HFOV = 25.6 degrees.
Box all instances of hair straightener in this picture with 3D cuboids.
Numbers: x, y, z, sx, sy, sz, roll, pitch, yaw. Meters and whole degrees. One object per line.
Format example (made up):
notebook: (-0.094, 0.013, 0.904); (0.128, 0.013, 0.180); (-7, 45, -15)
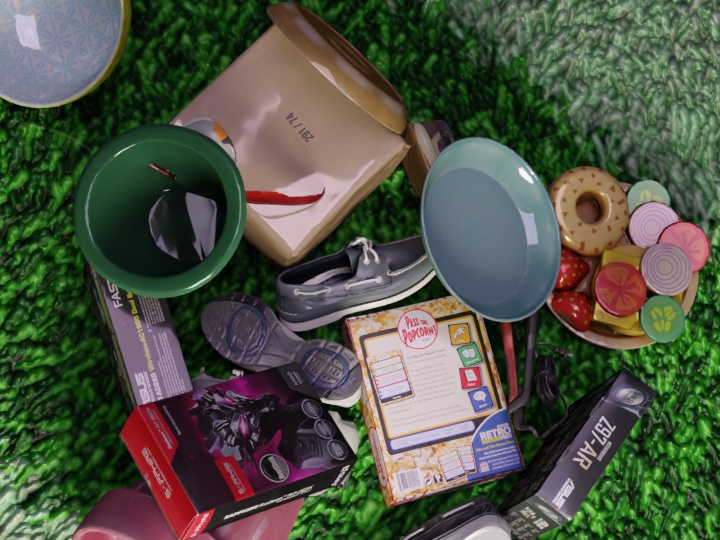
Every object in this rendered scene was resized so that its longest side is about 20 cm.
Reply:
hair straightener: (0.191, 0.091, 1.696); (0.076, 0.041, 0.202); (-1, 54, 0)

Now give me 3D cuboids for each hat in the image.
hat: (-0.166, -0.045, 1.583); (0.198, 0.176, 0.168); (16, 86, 12)

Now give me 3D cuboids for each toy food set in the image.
toy food set: (0.291, -0.012, 1.768); (0.195, 0.049, 0.202); (13, 72, -5)

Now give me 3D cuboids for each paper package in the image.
paper package: (-0.084, -0.129, 1.714); (0.200, 0.104, 0.191); (44, 72, 4)

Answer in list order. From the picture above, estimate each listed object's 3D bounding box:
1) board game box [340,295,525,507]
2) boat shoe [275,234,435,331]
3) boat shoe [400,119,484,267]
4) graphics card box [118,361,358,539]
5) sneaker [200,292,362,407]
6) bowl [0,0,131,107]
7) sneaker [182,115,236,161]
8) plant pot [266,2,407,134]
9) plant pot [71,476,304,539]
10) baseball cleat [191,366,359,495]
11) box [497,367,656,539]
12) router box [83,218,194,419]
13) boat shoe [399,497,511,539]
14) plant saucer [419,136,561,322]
board game box: (0.076, 0.136, 1.693); (0.150, 0.046, 0.202); (-11, 76, -12)
boat shoe: (0.000, 0.000, 1.697); (0.198, 0.062, 0.073); (-23, 35, -10)
boat shoe: (0.106, -0.076, 1.743); (0.064, 0.073, 0.202); (-19, 84, -20)
graphics card box: (-0.113, 0.168, 1.502); (0.198, 0.051, 0.126); (-12, 57, -40)
sneaker: (-0.084, 0.093, 1.668); (0.199, 0.087, 0.075); (30, 73, 20)
bowl: (-0.325, -0.278, 1.701); (0.197, 0.108, 0.203); (2, 97, 15)
sneaker: (-0.207, -0.082, 1.627); (0.076, 0.199, 0.092); (51, 39, -3)
plant pot: (-0.018, -0.225, 1.706); (0.200, 0.200, 0.028); (45, 102, 5)
plant pot: (-0.154, 0.257, 1.557); (0.199, 0.200, 0.179); (38, 57, 3)
baseball cleat: (-0.091, 0.174, 1.622); (0.198, 0.070, 0.108); (20, 73, -21)
box: (0.214, 0.192, 1.618); (0.043, 0.200, 0.161); (37, 71, 3)
router box: (-0.226, 0.066, 1.610); (0.061, 0.150, 0.202); (-16, 78, -14)
boat shoe: (0.064, 0.304, 1.633); (0.198, 0.071, 0.073); (-28, 115, 4)
plant saucer: (0.131, -0.041, 1.691); (0.198, 0.036, 0.203); (12, 70, -36)
